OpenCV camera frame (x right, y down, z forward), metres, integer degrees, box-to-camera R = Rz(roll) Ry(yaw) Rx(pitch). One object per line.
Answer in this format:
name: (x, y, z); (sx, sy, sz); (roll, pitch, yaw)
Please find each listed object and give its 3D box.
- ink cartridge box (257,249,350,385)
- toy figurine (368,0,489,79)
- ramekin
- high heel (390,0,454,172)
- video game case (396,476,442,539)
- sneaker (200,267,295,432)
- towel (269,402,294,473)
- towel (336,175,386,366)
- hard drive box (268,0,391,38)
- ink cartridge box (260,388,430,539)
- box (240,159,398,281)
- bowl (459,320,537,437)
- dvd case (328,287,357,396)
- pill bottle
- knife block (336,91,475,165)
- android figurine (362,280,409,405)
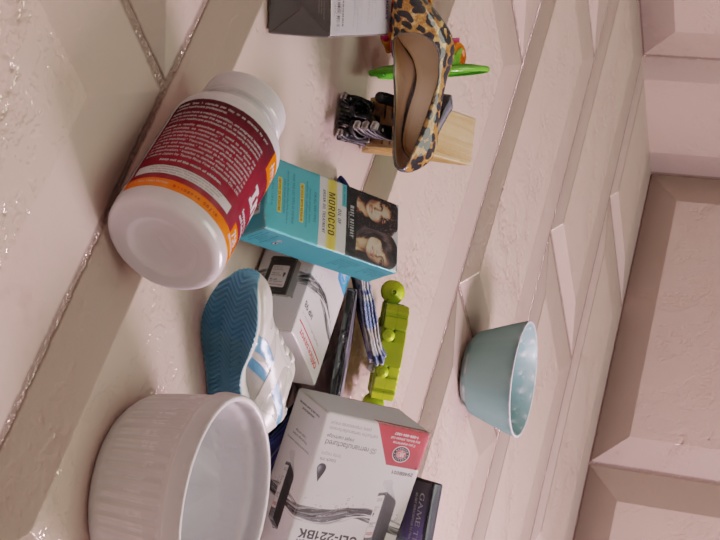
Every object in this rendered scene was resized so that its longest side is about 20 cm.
ink cartridge box: (-0.076, 0.046, 1.583); (0.116, 0.066, 0.202); (70, 32, -53)
toy figurine: (0.076, -0.344, 1.823); (0.199, 0.148, 0.187); (-11, 99, -55)
ramekin: (-0.169, 0.208, 1.314); (0.200, 0.104, 0.203); (7, 90, -71)
high heel: (0.058, -0.220, 1.653); (0.143, 0.071, 0.202); (-61, 144, -40)
video game case: (0.011, 0.305, 1.683); (0.019, 0.199, 0.145); (13, 86, -42)
sneaker: (-0.112, 0.083, 1.457); (0.080, 0.076, 0.202); (-27, 134, -42)
towel: (-0.083, 0.262, 1.695); (0.145, 0.024, 0.203); (-42, 135, -61)
towel: (0.000, 0.000, 1.743); (0.147, 0.023, 0.203); (-107, -173, -66)
hard drive box: (-0.028, -0.342, 1.582); (0.200, 0.076, 0.158); (-24, 118, -67)
ink cartridge box: (-0.025, 0.252, 1.607); (0.143, 0.084, 0.203); (14, 98, -29)
box: (-0.043, -0.053, 1.526); (0.199, 0.049, 0.084); (18, 67, -42)
bowl: (0.236, 0.182, 2.460); (0.200, 0.104, 0.204); (7, 90, -70)
dvd case: (-0.023, 0.111, 1.738); (0.200, 0.016, 0.151); (97, 2, -80)
pill bottle: (-0.140, -0.088, 1.288); (0.114, 0.111, 0.201); (78, 27, -42)
knife block: (0.063, -0.178, 1.764); (0.175, 0.197, 0.065); (-172, -91, -80)
android figurine: (0.033, 0.104, 1.865); (0.200, 0.040, 0.185); (-88, -172, -88)
